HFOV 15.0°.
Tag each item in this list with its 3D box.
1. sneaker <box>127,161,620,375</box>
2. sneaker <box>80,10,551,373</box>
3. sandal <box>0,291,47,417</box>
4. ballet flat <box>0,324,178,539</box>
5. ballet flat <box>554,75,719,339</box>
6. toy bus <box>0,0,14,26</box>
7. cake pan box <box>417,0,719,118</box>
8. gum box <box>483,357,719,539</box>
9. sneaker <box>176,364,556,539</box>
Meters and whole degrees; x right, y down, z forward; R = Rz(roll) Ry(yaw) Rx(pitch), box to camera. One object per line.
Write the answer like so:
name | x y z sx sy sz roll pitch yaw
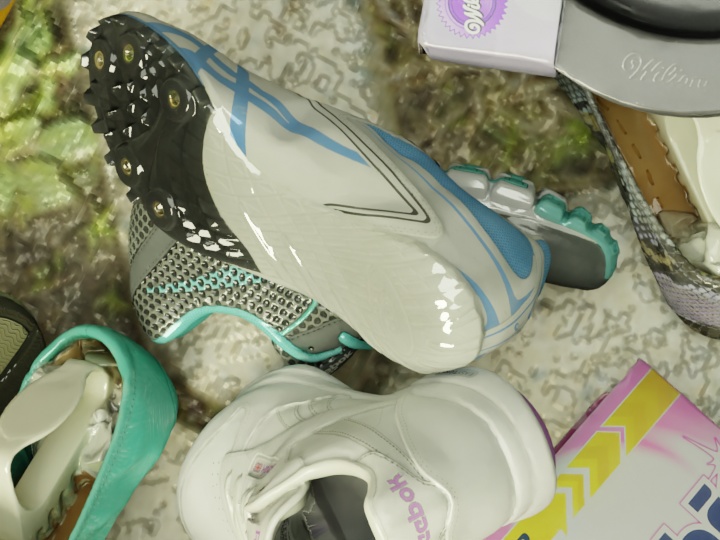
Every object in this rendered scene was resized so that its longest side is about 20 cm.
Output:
sneaker | 0.000 0.000 1.059 0.199 0.078 0.092 7 92 13
sneaker | -0.020 -0.032 1.000 0.200 0.072 0.072 35 127 20
sandal | -0.212 0.074 1.074 0.200 0.080 0.057 -35 42 -6
ballet flat | -0.132 0.102 1.021 0.067 0.071 0.201 4 54 32
ballet flat | 0.117 -0.071 1.050 0.072 0.072 0.201 -26 86 2
toy bus | -0.181 -0.091 1.042 0.065 0.078 0.201 35 116 4
cake pan box | 0.122 -0.155 0.994 0.183 0.052 0.202 10 90 7
gum box | 0.085 0.138 1.014 0.113 0.066 0.200 43 65 3
sneaker | -0.022 0.080 0.998 0.099 0.200 0.075 -29 98 -36
